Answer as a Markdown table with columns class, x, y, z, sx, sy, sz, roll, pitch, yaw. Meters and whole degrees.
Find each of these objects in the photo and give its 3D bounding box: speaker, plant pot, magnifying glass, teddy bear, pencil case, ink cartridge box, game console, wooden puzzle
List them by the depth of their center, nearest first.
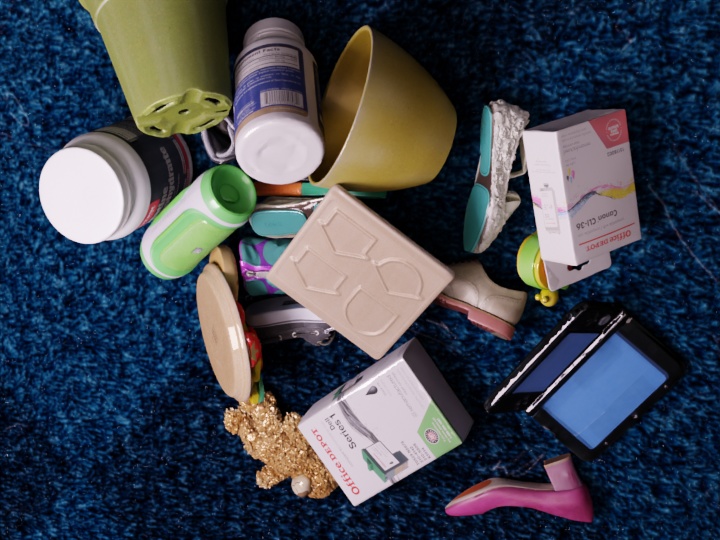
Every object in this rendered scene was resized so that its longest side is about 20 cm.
| class | x | y | z | sx | sy | sz | roll | pitch | yaw |
| --- | --- | --- | --- | --- | --- | --- | --- | --- | --- |
| ink cartridge box | 0.272 | -0.082 | 1.313 | 0.067 | 0.115 | 0.204 | 13 | 119 | 58 |
| plant pot | 0.036 | -0.180 | 1.342 | 0.140 | 0.201 | 0.202 | 17 | 115 | -17 |
| plant pot | -0.235 | -0.276 | 1.345 | 0.197 | 0.199 | 0.193 | -21 | 76 | 23 |
| wooden puzzle | 0.000 | 0.000 | 1.364 | 0.184 | 0.047 | 0.200 | 36 | 131 | -6 |
| game console | 0.287 | 0.148 | 1.392 | 0.201 | 0.174 | 0.117 | -50 | 60 | 24 |
| speaker | -0.218 | -0.062 | 1.443 | 0.089 | 0.088 | 0.199 | 52 | 135 | -3 |
| magnifying glass | -0.056 | -0.107 | 1.448 | 0.197 | 0.079 | 0.023 | 5 | 93 | 28 |
| pencil case | -0.065 | -0.002 | 1.468 | 0.196 | 0.092 | 0.087 | 1 | 108 | 17 |
| ink cartridge box | 0.033 | 0.212 | 1.508 | 0.199 | 0.084 | 0.147 | -35 | 94 | 24 |
| teddy bear | -0.118 | 0.259 | 1.583 | 0.144 | 0.067 | 0.202 | -29 | 96 | 26 |

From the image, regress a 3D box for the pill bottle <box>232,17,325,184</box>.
| class | x | y | z | sx | sy | sz | roll | pitch | yaw |
| --- | --- | --- | --- | --- | --- | --- | --- | --- | --- |
| pill bottle | -0.104 | -0.216 | 1.350 | 0.109 | 0.203 | 0.112 | -4 | 142 | -3 |

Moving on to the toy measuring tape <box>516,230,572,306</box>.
| class | x | y | z | sx | sy | sz | roll | pitch | yaw |
| --- | --- | --- | --- | --- | --- | --- | --- | --- | --- |
| toy measuring tape | 0.229 | -0.048 | 1.364 | 0.072 | 0.074 | 0.204 | 2 | 111 | 17 |

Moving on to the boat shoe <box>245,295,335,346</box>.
| class | x | y | z | sx | sy | sz | roll | pitch | yaw |
| --- | --- | --- | --- | --- | --- | --- | --- | --- | --- |
| boat shoe | -0.067 | 0.073 | 1.508 | 0.196 | 0.070 | 0.067 | -8 | 113 | 20 |

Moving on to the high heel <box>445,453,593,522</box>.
| class | x | y | z | sx | sy | sz | roll | pitch | yaw |
| --- | --- | --- | --- | --- | --- | --- | --- | --- | --- |
| high heel | 0.217 | 0.328 | 1.492 | 0.197 | 0.067 | 0.098 | -23 | 89 | 20 |

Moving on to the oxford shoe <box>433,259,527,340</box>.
| class | x | y | z | sx | sy | sz | roll | pitch | yaw |
| --- | --- | --- | --- | --- | --- | --- | --- | --- | --- |
| oxford shoe | 0.127 | 0.015 | 1.437 | 0.198 | 0.070 | 0.076 | 29 | 87 | 9 |

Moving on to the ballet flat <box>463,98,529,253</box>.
| class | x | y | z | sx | sy | sz | roll | pitch | yaw |
| --- | --- | --- | --- | --- | --- | --- | --- | --- | --- |
| ballet flat | 0.177 | -0.113 | 1.372 | 0.070 | 0.072 | 0.204 | 13 | 112 | 14 |

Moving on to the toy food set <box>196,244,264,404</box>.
| class | x | y | z | sx | sy | sz | roll | pitch | yaw |
| --- | --- | --- | --- | --- | --- | --- | --- | --- | --- |
| toy food set | -0.179 | 0.083 | 1.496 | 0.200 | 0.048 | 0.202 | 100 | 149 | -48 |

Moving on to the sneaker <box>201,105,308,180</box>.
| class | x | y | z | sx | sy | sz | roll | pitch | yaw |
| --- | --- | --- | --- | --- | --- | --- | --- | --- | --- |
| sneaker | -0.131 | -0.162 | 1.426 | 0.197 | 0.114 | 0.077 | 26 | 114 | 9 |

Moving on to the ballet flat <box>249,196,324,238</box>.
| class | x | y | z | sx | sy | sz | roll | pitch | yaw |
| --- | --- | --- | --- | --- | --- | --- | --- | --- | --- |
| ballet flat | -0.054 | -0.076 | 1.437 | 0.196 | 0.063 | 0.069 | 6 | 122 | 22 |

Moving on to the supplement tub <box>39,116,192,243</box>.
| class | x | y | z | sx | sy | sz | roll | pitch | yaw |
| --- | --- | --- | --- | --- | --- | --- | --- | --- | --- |
| supplement tub | -0.323 | -0.123 | 1.454 | 0.138 | 0.200 | 0.143 | 5 | 109 | 16 |
